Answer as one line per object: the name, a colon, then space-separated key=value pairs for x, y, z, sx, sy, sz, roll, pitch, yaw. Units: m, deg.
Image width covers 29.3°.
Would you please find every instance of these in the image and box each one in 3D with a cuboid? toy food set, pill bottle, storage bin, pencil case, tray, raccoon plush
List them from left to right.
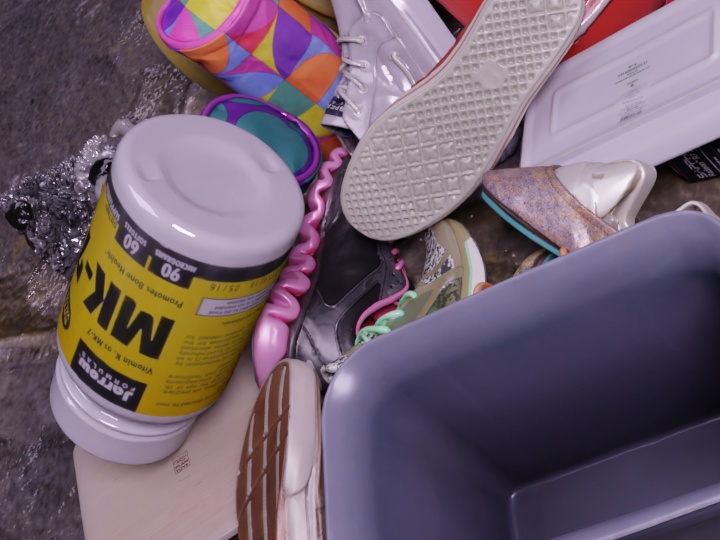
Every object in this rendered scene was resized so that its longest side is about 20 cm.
raccoon plush: x=-0.235 y=-0.083 z=1.160 sx=0.134 sy=0.097 sz=0.200 roll=-44 pitch=40 yaw=-1
pill bottle: x=-0.117 y=0.017 z=0.823 sx=0.115 sy=0.113 sz=0.201 roll=-106 pitch=33 yaw=-44
toy food set: x=-0.100 y=0.138 z=0.903 sx=0.199 sy=0.060 sz=0.144 roll=-33 pitch=44 yaw=11
pencil case: x=-0.101 y=-0.027 z=0.933 sx=0.085 sy=0.092 sz=0.201 roll=50 pitch=136 yaw=16
pencil case: x=-0.049 y=-0.139 z=0.937 sx=0.088 sy=0.200 sz=0.089 roll=-16 pitch=59 yaw=28
storage bin: x=0.100 y=0.078 z=0.598 sx=0.198 sy=0.134 sz=0.147 roll=-24 pitch=50 yaw=25
tray: x=0.156 y=-0.104 z=0.768 sx=0.199 sy=0.022 sz=0.109 roll=-25 pitch=47 yaw=45

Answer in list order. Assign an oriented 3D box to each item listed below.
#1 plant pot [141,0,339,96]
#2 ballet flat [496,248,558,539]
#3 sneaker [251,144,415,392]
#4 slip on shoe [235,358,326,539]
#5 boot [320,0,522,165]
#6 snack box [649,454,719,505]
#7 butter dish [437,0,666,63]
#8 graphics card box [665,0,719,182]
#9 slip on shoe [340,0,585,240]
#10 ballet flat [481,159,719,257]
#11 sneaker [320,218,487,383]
plant pot: x=-0.065 y=-0.235 z=1.029 sx=0.189 sy=0.199 sz=0.202 roll=-45 pitch=39 yaw=33
ballet flat: x=0.091 y=0.085 z=0.748 sx=0.070 sy=0.071 sz=0.202 roll=-13 pitch=55 yaw=38
sneaker: x=0.000 y=0.000 z=0.896 sx=0.094 sy=0.079 sz=0.202 roll=13 pitch=58 yaw=12
slip on shoe: x=-0.030 y=0.152 z=0.784 sx=0.076 sy=0.060 sz=0.202 roll=-37 pitch=48 yaw=53
boot: x=0.008 y=-0.129 z=0.876 sx=0.095 sy=0.201 sz=0.074 roll=-40 pitch=-2 yaw=-7
snack box: x=0.140 y=0.190 z=0.626 sx=0.199 sy=0.053 sz=0.143 roll=-40 pitch=41 yaw=15
butter dish: x=0.115 y=-0.248 z=0.886 sx=0.200 sy=0.199 sz=0.148 roll=-49 pitch=16 yaw=8
graphics card box: x=0.258 y=-0.128 z=0.737 sx=0.198 sy=0.051 sz=0.127 roll=-12 pitch=55 yaw=40
slip on shoe: x=0.062 y=-0.099 z=0.824 sx=0.201 sy=0.074 sz=0.061 roll=-52 pitch=1 yaw=16
ballet flat: x=0.149 y=-0.017 z=0.726 sx=0.200 sy=0.068 sz=0.068 roll=41 pitch=113 yaw=29
sneaker: x=0.023 y=0.047 z=0.788 sx=0.077 sy=0.087 sz=0.202 roll=103 pitch=176 yaw=-52
